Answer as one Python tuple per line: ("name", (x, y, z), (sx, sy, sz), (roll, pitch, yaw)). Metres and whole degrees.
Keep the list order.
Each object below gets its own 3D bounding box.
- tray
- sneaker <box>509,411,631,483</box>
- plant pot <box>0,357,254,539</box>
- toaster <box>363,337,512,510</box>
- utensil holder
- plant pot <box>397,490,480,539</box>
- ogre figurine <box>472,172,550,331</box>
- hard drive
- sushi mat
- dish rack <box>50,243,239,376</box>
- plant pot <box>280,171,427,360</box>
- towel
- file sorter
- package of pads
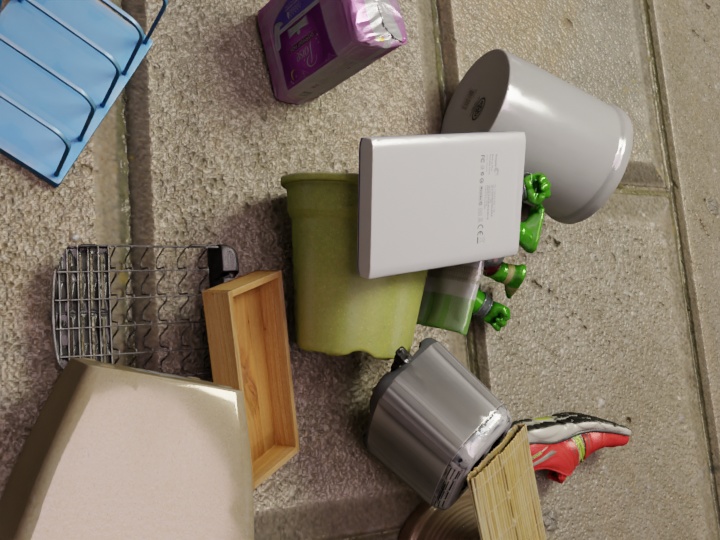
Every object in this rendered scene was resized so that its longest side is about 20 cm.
("tray", (-0.110, 0.109, 0.798), (0.098, 0.036, 0.203), (-26, 115, -62))
("sneaker", (0.272, 0.238, 1.031), (0.197, 0.077, 0.086), (-1, 91, -22))
("plant pot", (-0.201, 0.177, 0.682), (0.197, 0.199, 0.180), (14, 81, -26))
("toaster", (0.083, 0.169, 0.848), (0.129, 0.201, 0.113), (39, 58, 22))
("utensil holder", (0.228, -0.176, 1.027), (0.198, 0.169, 0.172), (21, 71, -22))
("plant pot", (0.142, 0.362, 0.912), (0.198, 0.092, 0.204), (6, 78, -28))
("ogre figurine", (0.158, -0.033, 0.979), (0.118, 0.202, 0.099), (14, 38, -5))
("hard drive", (0.085, -0.071, 0.787), (0.198, 0.025, 0.134), (-9, 107, -33))
("sushi mat", (0.162, 0.270, 0.835), (0.095, 0.012, 0.202), (-34, 122, -33))
("dish rack", (-0.215, 0.044, 0.801), (0.197, 0.054, 0.156), (0, 79, -27))
("plant pot", (0.000, 0.000, 0.864), (0.198, 0.200, 0.187), (6, 88, -28))
("towel", (0.097, -0.033, 0.913), (0.030, 0.149, 0.203), (15, 85, -28))
("file sorter", (-0.301, -0.217, 0.764), (0.138, 0.122, 0.202), (33, 66, -19))
("package of pads", (-0.037, -0.278, 0.880), (0.075, 0.199, 0.122), (-13, 89, -35))
